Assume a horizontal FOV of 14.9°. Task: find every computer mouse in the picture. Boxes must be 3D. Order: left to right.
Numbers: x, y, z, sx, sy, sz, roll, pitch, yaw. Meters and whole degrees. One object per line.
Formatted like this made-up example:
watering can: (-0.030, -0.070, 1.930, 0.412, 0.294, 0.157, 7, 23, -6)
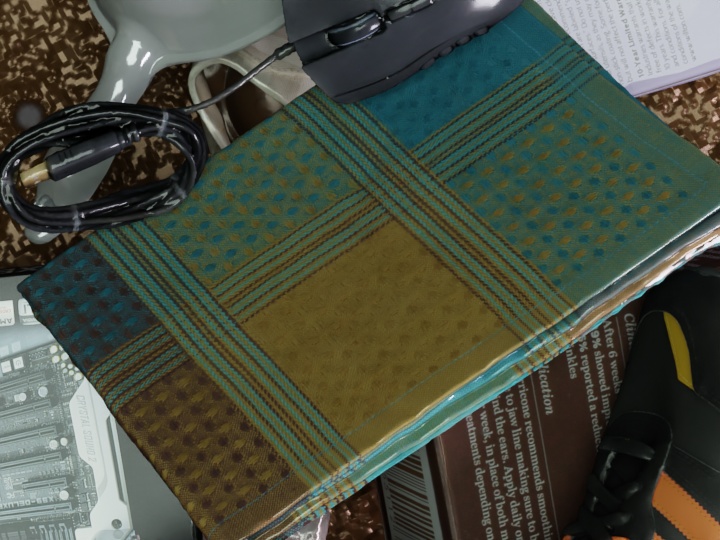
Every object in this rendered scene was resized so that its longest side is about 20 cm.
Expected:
computer mouse: (-0.027, -0.067, 0.893, 0.200, 0.034, 0.059, -31, 111, -6)

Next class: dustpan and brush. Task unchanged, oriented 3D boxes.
dustpan and brush: (-0.067, -0.102, 0.942, 0.139, 0.057, 0.200, 24, 73, 32)

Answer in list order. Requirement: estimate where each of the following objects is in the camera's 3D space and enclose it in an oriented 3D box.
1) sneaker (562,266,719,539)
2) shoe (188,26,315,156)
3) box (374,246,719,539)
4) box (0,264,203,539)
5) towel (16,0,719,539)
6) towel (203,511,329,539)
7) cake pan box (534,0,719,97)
sneaker: (0.086, 0.098, 0.857, 0.090, 0.070, 0.201, 3, 88, -24)
shoe: (0.000, 0.000, 0.973, 0.070, 0.053, 0.200, -34, 93, 11)
box: (0.103, 0.045, 0.943, 0.199, 0.075, 0.101, -14, 101, -19)
box: (-0.155, 0.082, 0.949, 0.199, 0.050, 0.158, -5, 94, -1)
towel: (0.005, -0.005, 0.888, 0.200, 0.022, 0.147, -34, 51, -10)
towel: (-0.117, 0.128, 0.993, 0.199, 0.032, 0.192, 9, 94, -2)
cake pan box: (0.088, -0.161, 0.974, 0.184, 0.052, 0.201, -20, 94, -3)
